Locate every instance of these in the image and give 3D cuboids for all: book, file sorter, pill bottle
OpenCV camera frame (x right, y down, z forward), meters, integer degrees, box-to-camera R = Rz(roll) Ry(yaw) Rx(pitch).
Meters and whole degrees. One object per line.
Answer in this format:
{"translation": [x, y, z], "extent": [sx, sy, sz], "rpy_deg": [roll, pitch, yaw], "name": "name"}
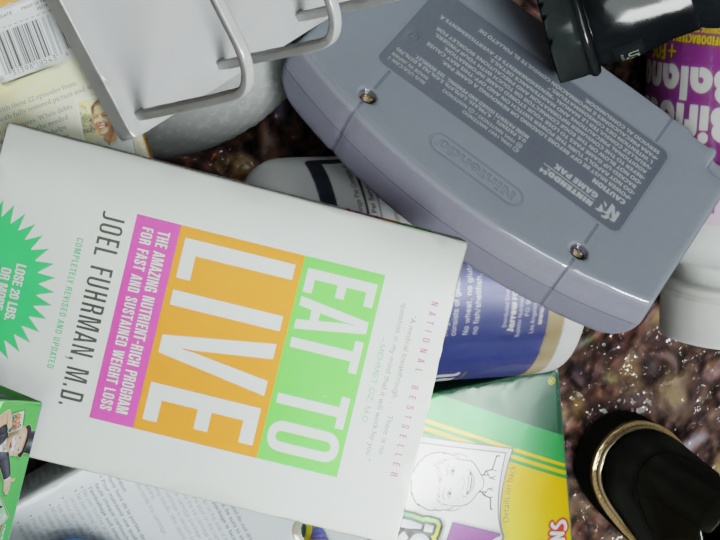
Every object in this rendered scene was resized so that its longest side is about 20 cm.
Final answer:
{"translation": [-0.066, 0.026, 0.866], "extent": [0.198, 0.048, 0.135], "rpy_deg": [13, 94, -4], "name": "book"}
{"translation": [-0.029, -0.167, 0.843], "extent": [0.200, 0.124, 0.140], "rpy_deg": [-35, 106, -29], "name": "file sorter"}
{"translation": [0.198, -0.065, 1.032], "extent": [0.111, 0.112, 0.202], "rpy_deg": [-1, 100, -18], "name": "pill bottle"}
{"translation": [0.000, 0.000, 0.980], "extent": [0.198, 0.111, 0.112], "rpy_deg": [-3, 101, -17], "name": "pill bottle"}

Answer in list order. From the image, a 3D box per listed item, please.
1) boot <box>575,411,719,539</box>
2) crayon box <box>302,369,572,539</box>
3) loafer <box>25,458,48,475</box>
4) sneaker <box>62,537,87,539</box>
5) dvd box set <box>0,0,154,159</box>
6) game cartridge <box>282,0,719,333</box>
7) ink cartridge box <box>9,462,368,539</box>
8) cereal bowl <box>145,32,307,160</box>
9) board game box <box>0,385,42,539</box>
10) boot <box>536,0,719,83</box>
{"translation": [0.209, 0.166, 1.066], "extent": [0.200, 0.138, 0.078], "rpy_deg": [38, 87, -22], "name": "boot"}
{"translation": [0.021, 0.154, 1.044], "extent": [0.171, 0.058, 0.202], "rpy_deg": [-11, 105, -16], "name": "crayon box"}
{"translation": [-0.184, 0.101, 0.962], "extent": [0.199, 0.068, 0.076], "rpy_deg": [-28, 117, -19], "name": "loafer"}
{"translation": [-0.100, 0.157, 0.869], "extent": [0.198, 0.074, 0.083], "rpy_deg": [-5, 102, -10], "name": "sneaker"}
{"translation": [-0.156, -0.022, 0.886], "extent": [0.145, 0.029, 0.201], "rpy_deg": [-21, 100, -2], "name": "dvd box set"}
{"translation": [0.066, -0.062, 0.944], "extent": [0.199, 0.041, 0.133], "rpy_deg": [37, 45, 4], "name": "game cartridge"}
{"translation": [-0.080, 0.165, 0.932], "extent": [0.199, 0.041, 0.201], "rpy_deg": [-27, 106, -2], "name": "ink cartridge box"}
{"translation": [-0.094, -0.147, 0.937], "extent": [0.198, 0.083, 0.202], "rpy_deg": [-4, 102, -18], "name": "cereal bowl"}
{"translation": [-0.230, 0.091, 0.858], "extent": [0.029, 0.199, 0.136], "rpy_deg": [9, 97, -58], "name": "board game box"}
{"translation": [0.145, -0.199, 0.936], "extent": [0.167, 0.076, 0.202], "rpy_deg": [-16, 85, 6], "name": "boot"}
